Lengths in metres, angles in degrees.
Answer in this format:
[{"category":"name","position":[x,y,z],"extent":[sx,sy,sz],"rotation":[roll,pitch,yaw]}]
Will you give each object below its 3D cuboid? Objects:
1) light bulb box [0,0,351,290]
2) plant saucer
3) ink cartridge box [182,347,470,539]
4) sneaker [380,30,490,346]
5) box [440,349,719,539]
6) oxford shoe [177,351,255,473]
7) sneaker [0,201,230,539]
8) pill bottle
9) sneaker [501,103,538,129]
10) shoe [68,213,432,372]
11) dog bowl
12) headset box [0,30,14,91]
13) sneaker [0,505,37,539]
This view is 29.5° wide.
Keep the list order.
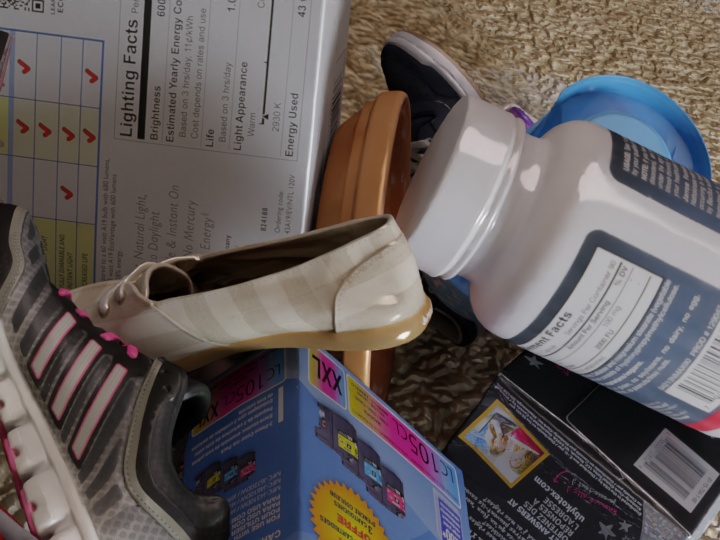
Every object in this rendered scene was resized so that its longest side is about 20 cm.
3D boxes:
[{"category":"light bulb box","position":[-0.114,-0.088,0.715],"extent":[0.200,0.199,0.125],"rotation":[8,21,4]},{"category":"plant saucer","position":[0.000,0.000,0.755],"extent":[0.037,0.200,0.200],"rotation":[5,34,6]},{"category":"ink cartridge box","position":[-0.012,0.144,0.611],"extent":[0.136,0.076,0.200],"rotation":[42,27,-30]},{"category":"sneaker","position":[0.046,-0.046,0.873],"extent":[0.108,0.070,0.200],"rotation":[-36,103,-16]},{"category":"box","position":[0.144,0.100,0.785],"extent":[0.132,0.115,0.200],"rotation":[40,36,14]},{"category":"oxford shoe","position":[-0.084,0.073,0.701],"extent":[0.073,0.071,0.200],"rotation":[39,35,6]},{"category":"sneaker","position":[-0.112,0.052,0.582],"extent":[0.087,0.074,0.200],"rotation":[-17,63,-17]},{"category":"pill bottle","position":[0.123,-0.007,0.697],"extent":[0.200,0.120,0.120],"rotation":[26,34,-8]},{"category":"sneaker","position":[0.064,-0.068,0.952],"extent":[0.200,0.114,0.073],"rotation":[-14,53,-43]},{"category":"shoe","position":[-0.068,0.010,0.636],"extent":[0.200,0.053,0.070],"rotation":[-7,30,15]},{"category":"dog bowl","position":[0.118,-0.038,0.822],"extent":[0.200,0.050,0.112],"rotation":[-31,78,-22]},{"category":"headset box","position":[-0.231,-0.035,0.538],"extent":[0.149,0.200,0.077],"rotation":[15,42,-16]},{"category":"sneaker","position":[-0.155,0.166,0.487],"extent":[0.071,0.113,0.200],"rotation":[7,39,-27]}]
